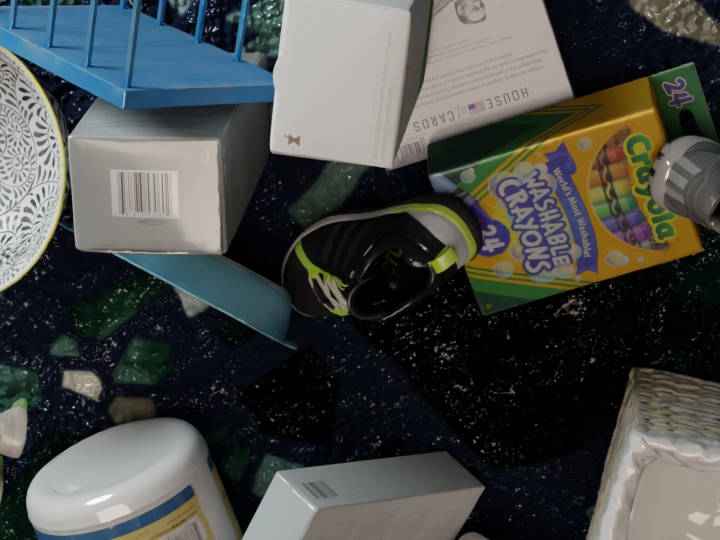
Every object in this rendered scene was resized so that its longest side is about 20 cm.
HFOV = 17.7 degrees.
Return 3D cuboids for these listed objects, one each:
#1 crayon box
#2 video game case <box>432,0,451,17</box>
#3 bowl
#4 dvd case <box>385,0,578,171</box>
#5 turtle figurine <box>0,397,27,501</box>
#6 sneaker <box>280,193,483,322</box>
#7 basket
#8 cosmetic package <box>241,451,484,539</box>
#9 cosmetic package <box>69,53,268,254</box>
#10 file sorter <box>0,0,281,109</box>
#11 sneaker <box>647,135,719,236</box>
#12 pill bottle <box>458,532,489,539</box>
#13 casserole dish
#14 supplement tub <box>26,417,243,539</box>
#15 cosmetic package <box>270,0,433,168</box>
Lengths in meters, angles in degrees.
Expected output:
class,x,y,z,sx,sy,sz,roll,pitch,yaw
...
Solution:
class,x,y,z,sx,sy,sz,roll,pitch,yaw
crayon box,0.160,-0.057,1.647,0.199,0.052,0.126,-17,120,11
video game case,-0.014,-0.252,1.596,0.143,0.018,0.200,-39,102,18
bowl,-0.280,-0.083,1.662,0.199,0.094,0.202,4,102,20
dvd case,0.056,-0.184,1.636,0.149,0.025,0.201,-16,109,12
turtle figurine,-0.362,0.109,1.769,0.193,0.200,0.145,14,90,-21
sneaker,0.000,0.000,1.648,0.199,0.083,0.072,-23,111,46
basket,0.268,0.197,1.687,0.199,0.161,0.199,13,111,2
cosmetic package,-0.014,0.213,1.714,0.052,0.199,0.151,39,114,32
cosmetic package,-0.128,-0.085,1.594,0.106,0.200,0.091,1,109,8
file sorter,-0.151,-0.195,1.542,0.200,0.138,0.124,29,116,44
sneaker,0.301,-0.029,1.592,0.199,0.116,0.075,11,108,-25
pill bottle,0.060,0.306,1.741,0.116,0.116,0.200,43,83,-11
casserole dish,-0.126,-0.004,1.682,0.199,0.121,0.039,29,89,-5
supplement tub,-0.155,0.229,1.755,0.144,0.145,0.201,-16,108,12
cosmetic package,-0.002,-0.149,1.515,0.084,0.200,0.108,9,112,3
